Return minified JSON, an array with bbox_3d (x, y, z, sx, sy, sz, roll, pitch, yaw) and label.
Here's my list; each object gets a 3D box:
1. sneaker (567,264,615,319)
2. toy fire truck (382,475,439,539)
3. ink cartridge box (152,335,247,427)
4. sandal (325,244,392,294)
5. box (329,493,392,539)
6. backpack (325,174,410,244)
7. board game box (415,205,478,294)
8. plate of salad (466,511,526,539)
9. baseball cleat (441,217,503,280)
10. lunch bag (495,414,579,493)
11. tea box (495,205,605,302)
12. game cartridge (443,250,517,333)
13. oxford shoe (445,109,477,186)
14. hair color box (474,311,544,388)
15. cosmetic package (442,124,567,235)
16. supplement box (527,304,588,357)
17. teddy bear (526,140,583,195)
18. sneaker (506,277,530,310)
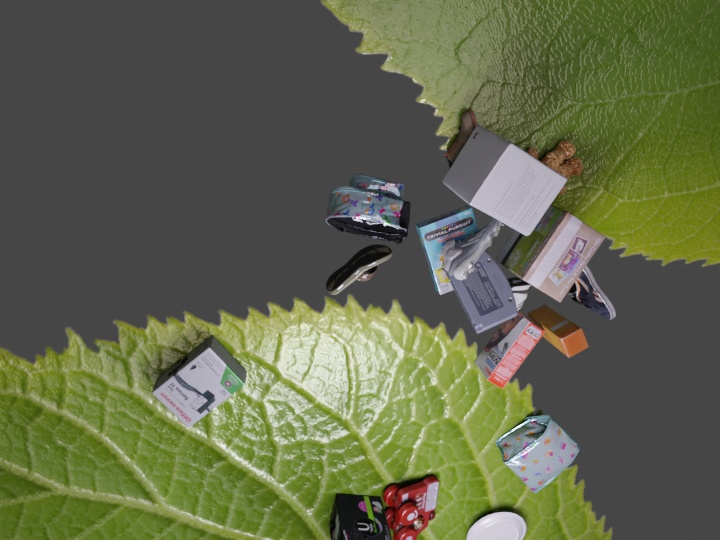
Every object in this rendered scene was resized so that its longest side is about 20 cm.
[{"bbox_3d":[0.643,0.071,1.616,0.079,0.078,0.200,-37,98,-2],"label":"sneaker"},{"bbox_3d":[0.164,0.737,1.733,0.167,0.112,0.201,-7,110,-27],"label":"toy fire truck"},{"bbox_3d":[-0.426,0.296,1.508,0.200,0.083,0.147,-38,108,4],"label":"ink cartridge box"},{"bbox_3d":[-0.001,0.000,1.499,0.201,0.080,0.057,-35,126,9],"label":"sandal"},{"bbox_3d":[-0.003,0.773,1.659,0.148,0.200,0.125,9,106,-12],"label":"box"},{"bbox_3d":[0.016,-0.151,1.398,0.199,0.178,0.151,4,84,-6],"label":"backpack"},{"bbox_3d":[0.251,-0.054,1.530,0.150,0.047,0.201,-21,109,-2],"label":"board game box"},{"bbox_3d":[0.437,0.845,1.834,0.199,0.048,0.201,-3,117,-6],"label":"plate of salad"},{"bbox_3d":[0.281,-0.072,1.468,0.106,0.070,0.200,30,71,22],"label":"baseball cleat"},{"bbox_3d":[0.543,0.541,1.721,0.200,0.122,0.170,-42,108,11],"label":"lunch bag"},{"bbox_3d":[0.491,-0.057,1.489,0.133,0.197,0.200,29,100,-16],"label":"tea box"},{"bbox_3d":[0.317,0.049,1.473,0.133,0.042,0.201,-22,69,-6],"label":"game cartridge"},{"bbox_3d":[0.255,-0.306,1.443,0.074,0.070,0.201,-1,107,-6],"label":"oxford shoe"},{"bbox_3d":[0.418,0.219,1.606,0.064,0.111,0.200,32,99,-17],"label":"hair color box"},{"bbox_3d":[0.346,-0.219,1.377,0.199,0.167,0.167,23,109,-28],"label":"cosmetic package"},{"bbox_3d":[0.539,0.162,1.561,0.069,0.200,0.067,-30,109,-3],"label":"supplement box"},{"bbox_3d":[0.493,-0.260,1.495,0.199,0.067,0.146,-14,104,-5],"label":"teddy bear"},{"bbox_3d":[0.382,0.087,1.561,0.200,0.076,0.116,-4,111,-28],"label":"sneaker"}]
